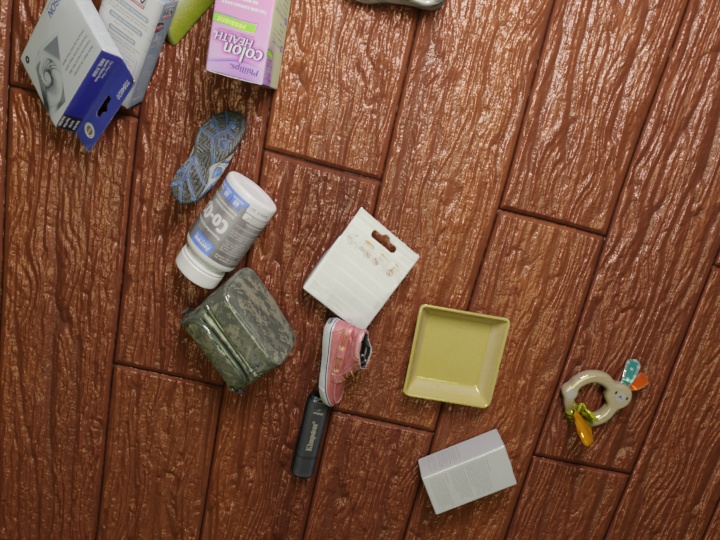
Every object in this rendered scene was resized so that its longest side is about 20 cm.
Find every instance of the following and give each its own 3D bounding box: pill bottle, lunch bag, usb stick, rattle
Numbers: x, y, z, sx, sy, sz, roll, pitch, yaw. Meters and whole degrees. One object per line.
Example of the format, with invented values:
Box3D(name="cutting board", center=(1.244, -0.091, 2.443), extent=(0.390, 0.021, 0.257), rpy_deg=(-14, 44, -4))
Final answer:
Box3D(name="pill bottle", center=(-0.259, -0.073, 1.003), extent=(0.113, 0.114, 0.202), rpy_deg=(37, 101, -11))
Box3D(name="lunch bag", center=(-0.248, 0.129, 1.052), extent=(0.165, 0.140, 0.203), rpy_deg=(-30, 104, 24))
Box3D(name="usb stick", center=(-0.112, 0.368, 1.166), extent=(0.053, 0.033, 0.208), rpy_deg=(13, 104, -4))
Box3D(name="rattle", center=(0.534, 0.275, 1.106), extent=(0.192, 0.143, 0.136), rpy_deg=(-14, 87, 9))

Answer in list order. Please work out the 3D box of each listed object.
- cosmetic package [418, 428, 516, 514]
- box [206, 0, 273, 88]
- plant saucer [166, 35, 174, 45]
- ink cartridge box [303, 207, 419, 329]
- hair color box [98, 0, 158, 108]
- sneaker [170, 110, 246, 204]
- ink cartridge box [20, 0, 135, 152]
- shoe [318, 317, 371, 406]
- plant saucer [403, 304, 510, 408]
Box3D(name="cosmetic package", center=(0.237, 0.449, 1.176), extent=(0.194, 0.071, 0.105), rpy_deg=(-22, 105, 5))
Box3D(name="box", center=(-0.179, -0.423, 0.879), extent=(0.093, 0.177, 0.208), rpy_deg=(11, 106, -5))
Box3D(name="plant saucer", center=(-0.335, -0.546, 0.909), extent=(0.199, 0.048, 0.201), rpy_deg=(-41, 102, 9))
Box3D(name="ink cartridge box", center=(0.000, 0.000, 1.066), extent=(0.159, 0.050, 0.202), rpy_deg=(36, 98, -10))
Box3D(name="hair color box", center=(-0.402, -0.402, 0.911), extent=(0.097, 0.061, 0.202), rpy_deg=(32, 120, -9))
Box3D(name="sneaker", center=(-0.286, -0.214, 0.990), extent=(0.075, 0.077, 0.202), rpy_deg=(37, 84, -8))
Box3D(name="ink cartridge box", center=(-0.489, -0.345, 0.899), extent=(0.197, 0.040, 0.204), rpy_deg=(-35, 85, 32))
Box3D(name="shoe", center=(-0.031, 0.201, 1.080), extent=(0.088, 0.071, 0.208), rpy_deg=(14, 115, 24))
Box3D(name="plant saucer", center=(0.198, 0.175, 1.114), extent=(0.192, 0.049, 0.208), rpy_deg=(9, 105, -4))
